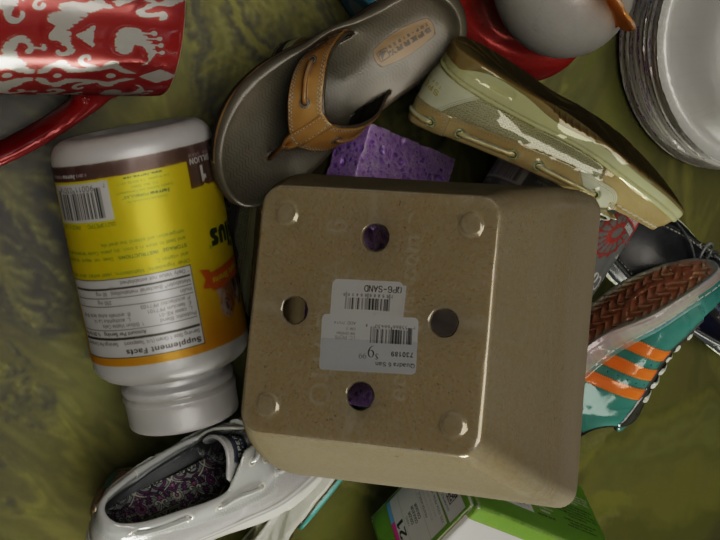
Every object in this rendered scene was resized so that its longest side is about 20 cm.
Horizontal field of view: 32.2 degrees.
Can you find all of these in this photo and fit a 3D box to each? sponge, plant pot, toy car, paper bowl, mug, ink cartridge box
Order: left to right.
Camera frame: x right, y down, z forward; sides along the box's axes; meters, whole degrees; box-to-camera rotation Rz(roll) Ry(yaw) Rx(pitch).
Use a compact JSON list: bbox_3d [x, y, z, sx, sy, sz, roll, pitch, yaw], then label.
[{"bbox_3d":[-0.226,-0.159,0.800,0.198,0.178,0.134,-1,59,-23],"label":"mug"},{"bbox_3d":[0.000,0.000,0.905,0.111,0.030,0.202,15,92,-53],"label":"sponge"},{"bbox_3d":[0.028,0.033,0.740,0.198,0.177,0.202,4,84,16],"label":"plant pot"},{"bbox_3d":[0.069,0.235,0.950,0.147,0.076,0.200,26,117,-31],"label":"ink cartridge box"},{"bbox_3d":[0.115,-0.207,0.850,0.184,0.200,0.177,-46,109,-8],"label":"toy car"},{"bbox_3d":[0.311,-0.178,0.974,0.199,0.104,0.203,-3,98,-17],"label":"paper bowl"}]

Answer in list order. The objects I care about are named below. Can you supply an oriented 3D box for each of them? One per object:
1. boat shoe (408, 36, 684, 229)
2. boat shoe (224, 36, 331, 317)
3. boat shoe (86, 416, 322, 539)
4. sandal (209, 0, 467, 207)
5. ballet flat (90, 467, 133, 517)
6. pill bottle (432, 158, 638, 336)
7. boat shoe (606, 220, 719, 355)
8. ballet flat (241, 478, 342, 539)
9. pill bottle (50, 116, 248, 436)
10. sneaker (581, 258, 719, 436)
[{"bbox_3d":[0.126,-0.078,0.831,0.200,0.073,0.063,28,113,-22],"label":"boat shoe"},{"bbox_3d":[-0.066,-0.064,0.879,0.071,0.066,0.203,-3,104,-48],"label":"boat shoe"},{"bbox_3d":[-0.094,0.134,0.847,0.199,0.069,0.072,-19,60,-27],"label":"boat shoe"},{"bbox_3d":[-0.012,-0.112,0.806,0.199,0.055,0.082,-32,117,-2],"label":"sandal"},{"bbox_3d":[-0.131,0.233,0.870,0.068,0.067,0.201,-34,85,7],"label":"ballet flat"},{"bbox_3d":[0.113,0.005,0.927,0.115,0.116,0.201,34,87,-20],"label":"pill bottle"},{"bbox_3d":[0.264,0.008,1.008,0.199,0.062,0.075,37,87,-19],"label":"boat shoe"},{"bbox_3d":[-0.066,0.179,0.924,0.069,0.069,0.201,35,87,-20],"label":"ballet flat"},{"bbox_3d":[-0.137,0.004,0.843,0.108,0.109,0.202,-13,102,-17],"label":"pill bottle"},{"bbox_3d":[0.202,0.070,0.964,0.199,0.071,0.080,-35,112,5],"label":"sneaker"}]
